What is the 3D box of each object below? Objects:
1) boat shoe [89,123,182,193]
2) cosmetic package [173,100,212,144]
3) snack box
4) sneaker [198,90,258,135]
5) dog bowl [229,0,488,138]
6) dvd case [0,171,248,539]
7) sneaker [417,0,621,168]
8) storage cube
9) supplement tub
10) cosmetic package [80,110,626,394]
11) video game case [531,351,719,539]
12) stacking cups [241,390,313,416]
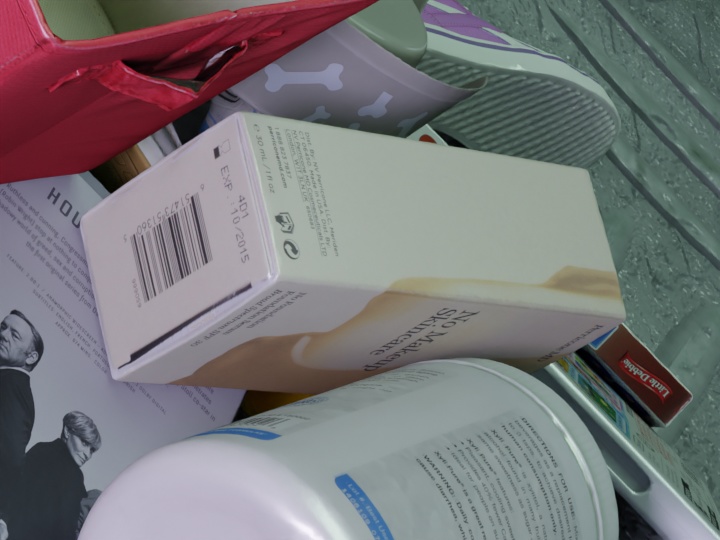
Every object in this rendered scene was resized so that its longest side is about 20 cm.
[{"bbox_3d":[-0.122,-0.112,1.141,0.069,0.071,0.200,-45,111,-33],"label":"boat shoe"},{"bbox_3d":[-0.097,-0.089,1.289,0.083,0.051,0.200,45,28,-11],"label":"cosmetic package"},{"bbox_3d":[0.087,0.001,1.415,0.200,0.024,0.072,46,-5,0],"label":"snack box"},{"bbox_3d":[-0.041,-0.065,1.235,0.072,0.072,0.200,44,16,-14],"label":"sneaker"},{"bbox_3d":[-0.037,-0.127,1.164,0.200,0.059,0.200,40,18,-15],"label":"dog bowl"},{"bbox_3d":[-0.120,0.048,1.041,0.150,0.025,0.200,47,38,-19],"label":"dvd case"},{"bbox_3d":[0.055,-0.125,1.524,0.200,0.073,0.115,21,33,-38],"label":"sneaker"},{"bbox_3d":[-0.130,-0.131,0.973,0.171,0.179,0.201,-16,83,-48],"label":"storage cube"},{"bbox_3d":[-0.002,0.110,1.026,0.132,0.132,0.200,53,29,14],"label":"supplement tub"},{"bbox_3d":[0.000,0.000,1.103,0.199,0.105,0.071,6,62,-43],"label":"cosmetic package"},{"bbox_3d":[0.101,0.059,1.317,0.182,0.024,0.200,46,5,0],"label":"video game case"},{"bbox_3d":[-0.037,-0.014,1.251,0.060,0.061,0.200,30,27,-27],"label":"stacking cups"}]
